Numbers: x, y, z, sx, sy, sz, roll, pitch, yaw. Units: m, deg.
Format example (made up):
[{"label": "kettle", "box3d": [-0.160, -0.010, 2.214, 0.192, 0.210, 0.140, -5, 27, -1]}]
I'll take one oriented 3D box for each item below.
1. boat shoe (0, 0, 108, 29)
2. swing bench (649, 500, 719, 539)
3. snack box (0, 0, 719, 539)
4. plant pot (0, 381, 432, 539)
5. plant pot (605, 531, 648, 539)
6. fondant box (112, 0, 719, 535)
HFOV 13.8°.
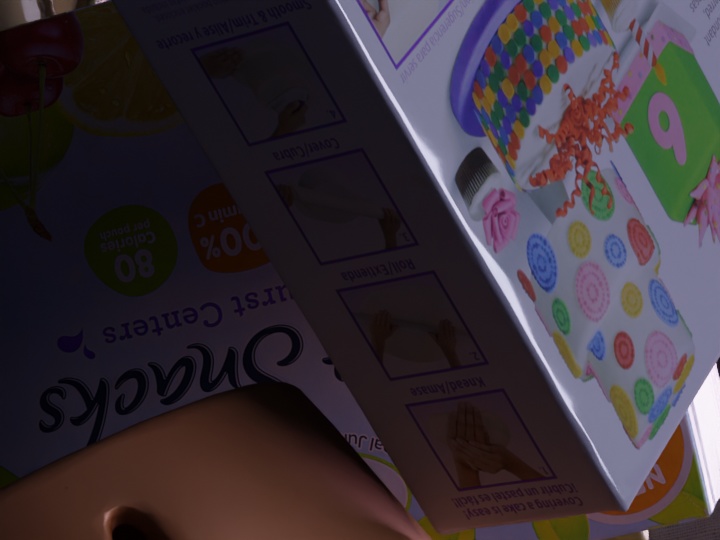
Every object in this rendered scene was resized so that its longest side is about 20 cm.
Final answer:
[{"label": "boat shoe", "box3d": [-0.092, -0.129, 0.884, 0.073, 0.062, 0.201, 8, 71, -73]}, {"label": "swing bench", "box3d": [0.157, 0.157, 1.243, 0.200, 0.198, 0.130, 54, 28, -51]}, {"label": "snack box", "box3d": [-0.015, 0.001, 0.802, 0.068, 0.199, 0.169, -22, 99, -73]}, {"label": "plant pot", "box3d": [-0.042, 0.117, 0.674, 0.140, 0.200, 0.200, 63, 15, 9]}, {"label": "plant pot", "box3d": [0.000, 0.000, 0.923, 0.200, 0.141, 0.201, -12, 90, -85]}, {"label": "fondant box", "box3d": [0.021, -0.064, 0.658, 0.200, 0.058, 0.144, 58, 43, -21]}]
